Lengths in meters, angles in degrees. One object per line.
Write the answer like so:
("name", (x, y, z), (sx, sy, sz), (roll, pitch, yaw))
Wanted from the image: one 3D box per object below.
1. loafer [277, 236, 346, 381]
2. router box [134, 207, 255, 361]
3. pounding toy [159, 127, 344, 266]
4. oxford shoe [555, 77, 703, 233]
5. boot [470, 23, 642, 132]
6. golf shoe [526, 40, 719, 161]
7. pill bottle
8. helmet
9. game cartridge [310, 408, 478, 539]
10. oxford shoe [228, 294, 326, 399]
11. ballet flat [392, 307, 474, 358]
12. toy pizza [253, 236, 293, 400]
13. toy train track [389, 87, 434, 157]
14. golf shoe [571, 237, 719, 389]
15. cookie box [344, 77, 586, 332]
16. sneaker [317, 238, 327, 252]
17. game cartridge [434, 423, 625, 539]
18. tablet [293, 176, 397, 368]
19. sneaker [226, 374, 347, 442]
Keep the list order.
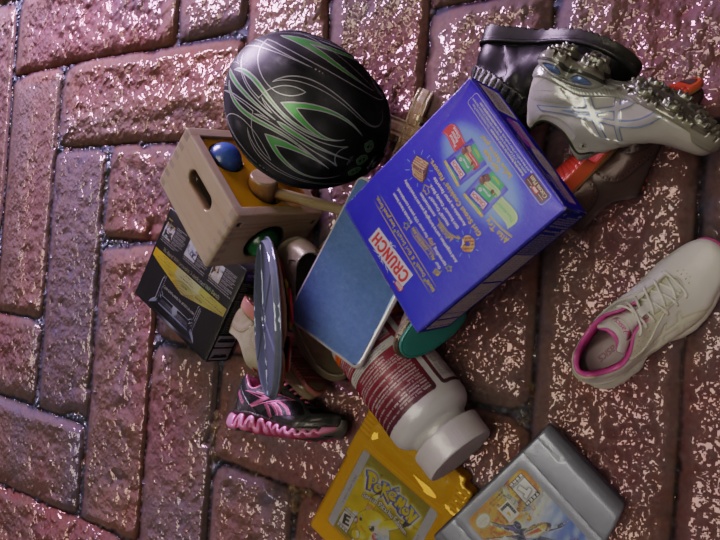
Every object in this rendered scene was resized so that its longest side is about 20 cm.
("loafer", (-0.057, 0.055, 0.945), (0.203, 0.075, 0.068), (68, 167, -10))
("router box", (-0.253, 0.020, 1.126), (0.199, 0.052, 0.159), (36, 106, 30))
("pounding toy", (-0.135, -0.100, 0.993), (0.143, 0.182, 0.201), (-50, 63, 34))
("oxford shoe", (0.289, -0.124, 0.777), (0.199, 0.071, 0.073), (-40, 100, 18))
("boot", (0.198, -0.184, 0.818), (0.209, 0.079, 0.160), (22, 93, 43))
("golf shoe", (0.256, -0.148, 0.718), (0.199, 0.078, 0.099), (35, 126, 26))
("pill bottle", (0.060, 0.144, 0.876), (0.110, 0.109, 0.201), (-49, 63, 21))
("helmet", (-0.073, -0.200, 0.906), (0.198, 0.189, 0.204), (-5, 82, 41))
("game cartridge", (0.039, 0.302, 0.928), (0.175, 0.032, 0.203), (34, 107, 30))
("oxford shoe", (-0.119, 0.121, 1.020), (0.074, 0.070, 0.200), (-54, 51, 12))
("ballet flat", (0.107, 0.023, 0.853), (0.199, 0.068, 0.067), (-40, 32, -5))
("toy pizza", (-0.107, 0.059, 0.905), (0.200, 0.031, 0.205), (178, 90, -74))
("toy train track", (0.028, -0.201, 0.963), (0.198, 0.032, 0.116), (29, 103, 32))
("golf shoe", (0.294, 0.048, 0.738), (0.075, 0.091, 0.201), (48, 111, 27))
("cookie box", (0.101, -0.063, 0.753), (0.200, 0.075, 0.173), (-42, 66, 27))
("sneaker", (0.023, -0.051, 0.943), (0.198, 0.078, 0.078), (-20, 47, 37))
("game cartridge", (0.191, 0.288, 0.811), (0.133, 0.041, 0.201), (47, 109, 20))
("tablet", (0.000, 0.000, 0.866), (0.129, 0.014, 0.202), (31, 96, 32))
("sneaker", (-0.102, 0.187, 1.012), (0.197, 0.079, 0.097), (1, 71, 31))
